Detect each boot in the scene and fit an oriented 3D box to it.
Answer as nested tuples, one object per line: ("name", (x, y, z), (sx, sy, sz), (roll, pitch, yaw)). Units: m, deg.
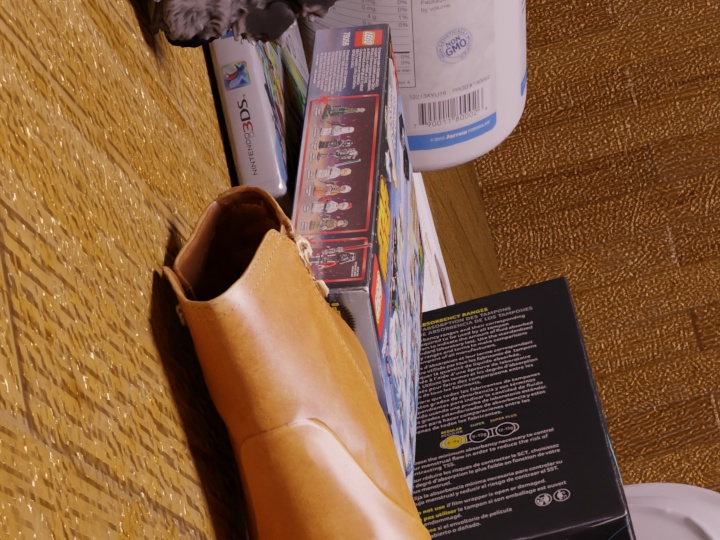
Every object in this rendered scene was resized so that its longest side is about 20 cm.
("boot", (-0.022, 0.069, 0.718), (0.202, 0.070, 0.144), (-100, 167, -58))

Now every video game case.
("video game case", (-0.046, -0.097, 1.037), (0.200, 0.022, 0.183), (55, 22, -76))

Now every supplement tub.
("supplement tub", (0.024, -0.166, 1.165), (0.132, 0.131, 0.201), (-96, -178, -52))

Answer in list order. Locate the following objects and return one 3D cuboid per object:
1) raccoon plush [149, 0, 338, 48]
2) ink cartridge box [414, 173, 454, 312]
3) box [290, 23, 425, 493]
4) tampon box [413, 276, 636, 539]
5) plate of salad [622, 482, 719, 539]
("raccoon plush", (-0.058, -0.180, 0.826), (0.134, 0.096, 0.201), (-109, 180, -54))
("ink cartridge box", (0.033, 0.041, 1.321), (0.176, 0.044, 0.201), (-83, 159, -71))
("box", (0.000, 0.000, 0.982), (0.200, 0.040, 0.137), (-85, 168, -52))
("tampon box", (0.076, 0.129, 1.133), (0.200, 0.126, 0.150), (-96, 170, -56))
("plate of salad", (0.137, 0.195, 1.191), (0.200, 0.199, 0.048), (-95, 162, -56))
